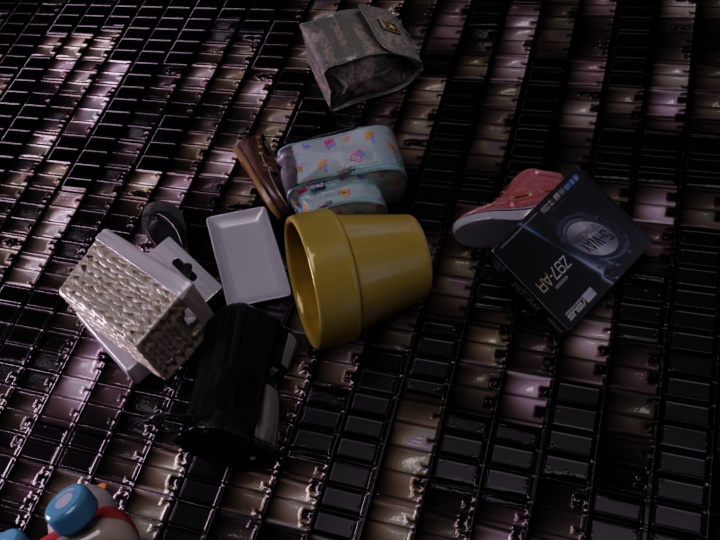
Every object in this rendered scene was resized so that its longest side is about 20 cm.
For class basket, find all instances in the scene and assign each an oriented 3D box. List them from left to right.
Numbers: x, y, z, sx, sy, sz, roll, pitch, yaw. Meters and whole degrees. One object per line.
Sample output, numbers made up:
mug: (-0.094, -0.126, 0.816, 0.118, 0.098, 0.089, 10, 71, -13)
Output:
basket: (-0.336, 0.054, 1.219, 0.198, 0.136, 0.124, 28, 68, 26)

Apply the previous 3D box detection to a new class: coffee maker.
coffee maker: (-0.181, 0.152, 1.132, 0.133, 0.192, 0.202, -14, 50, 24)

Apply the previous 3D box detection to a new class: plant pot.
plant pot: (0.000, 0.000, 1.202, 0.186, 0.202, 0.202, -12, 52, -14)

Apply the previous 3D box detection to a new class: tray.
tray: (-0.188, -0.021, 1.346, 0.106, 0.022, 0.202, -11, 53, -13)

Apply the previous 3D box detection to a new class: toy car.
toy car: (-0.386, 0.362, 1.084, 0.176, 0.186, 0.200, -34, 26, -10)

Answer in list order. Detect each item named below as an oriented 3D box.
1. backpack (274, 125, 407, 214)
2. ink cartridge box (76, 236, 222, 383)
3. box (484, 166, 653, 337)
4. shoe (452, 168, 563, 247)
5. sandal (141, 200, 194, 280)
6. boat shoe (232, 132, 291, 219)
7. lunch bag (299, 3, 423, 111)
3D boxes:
backpack: (-0.020, -0.143, 1.307, 0.197, 0.176, 0.155, -21, 70, 0)
ink cartridge box: (-0.341, 0.061, 1.323, 0.199, 0.057, 0.162, -40, 59, -20)
box: (0.305, -0.030, 1.185, 0.200, 0.044, 0.160, -41, 82, -16)
shoe: (0.238, -0.100, 1.276, 0.197, 0.072, 0.092, -9, 53, 1)
sandal: (-0.335, -0.058, 1.403, 0.075, 0.048, 0.202, -26, 55, -4)
boat shoe: (-0.163, -0.174, 1.425, 0.070, 0.071, 0.201, -30, 54, -3)
lunch bag: (0.006, -0.413, 1.521, 0.197, 0.118, 0.165, -19, 53, -6)
